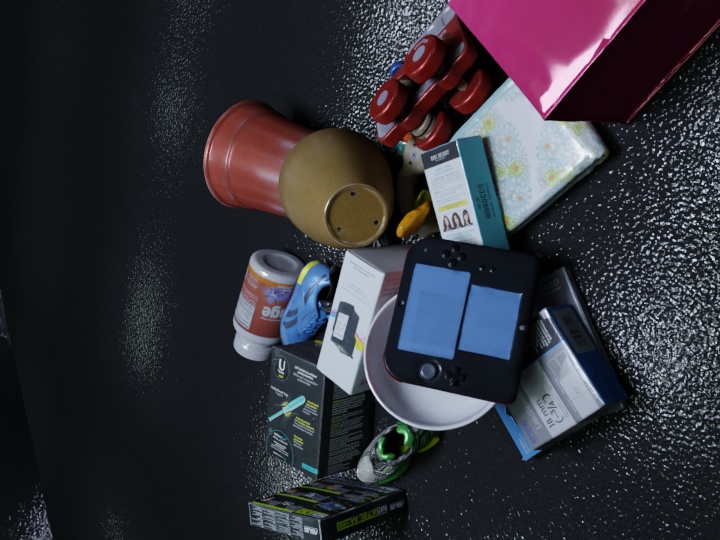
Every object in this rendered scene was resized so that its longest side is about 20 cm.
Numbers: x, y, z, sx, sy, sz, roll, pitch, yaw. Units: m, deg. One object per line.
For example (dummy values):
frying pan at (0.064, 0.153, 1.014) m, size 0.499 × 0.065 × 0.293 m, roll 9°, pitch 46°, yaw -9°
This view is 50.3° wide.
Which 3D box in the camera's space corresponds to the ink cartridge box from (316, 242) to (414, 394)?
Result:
ink cartridge box at (0.033, 0.069, 1.137) m, size 0.083 × 0.146 × 0.200 m, roll 33°, pitch 118°, yaw 38°

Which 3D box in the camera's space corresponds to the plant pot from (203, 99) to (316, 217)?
plant pot at (-0.134, -0.180, 1.346) m, size 0.195 × 0.201 × 0.201 m, roll 23°, pitch 111°, yaw 35°

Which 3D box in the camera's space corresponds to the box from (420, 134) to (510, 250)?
box at (0.150, -0.081, 1.076) m, size 0.082 × 0.049 × 0.200 m, roll -12°, pitch 93°, yaw 56°

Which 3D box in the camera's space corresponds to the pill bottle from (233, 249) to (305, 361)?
pill bottle at (-0.179, 0.069, 1.468) m, size 0.112 × 0.112 × 0.200 m, roll 41°, pitch 123°, yaw 37°

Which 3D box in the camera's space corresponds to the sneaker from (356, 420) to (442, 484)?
sneaker at (0.045, 0.295, 1.271) m, size 0.200 × 0.085 × 0.078 m, roll -52°, pitch 58°, yaw 38°

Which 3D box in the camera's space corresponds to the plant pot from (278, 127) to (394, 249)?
plant pot at (-0.022, -0.109, 1.157) m, size 0.200 × 0.186 × 0.187 m, roll -122°, pitch 39°, yaw -69°

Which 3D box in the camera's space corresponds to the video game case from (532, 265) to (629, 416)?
video game case at (0.267, 0.113, 1.057) m, size 0.143 × 0.019 × 0.200 m, roll -34°, pitch 69°, yaw 44°

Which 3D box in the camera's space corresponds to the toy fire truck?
toy fire truck at (0.094, -0.282, 1.126) m, size 0.200 × 0.112 × 0.168 m, roll -44°, pitch 32°, yaw 33°

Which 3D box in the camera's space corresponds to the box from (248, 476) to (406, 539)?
box at (-0.057, 0.406, 1.315) m, size 0.200 × 0.193 × 0.048 m, roll -7°, pitch 91°, yaw 47°

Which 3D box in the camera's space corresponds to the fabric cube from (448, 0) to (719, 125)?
fabric cube at (0.265, -0.307, 0.877) m, size 0.199 × 0.200 × 0.196 m, roll 57°, pitch 130°, yaw 24°

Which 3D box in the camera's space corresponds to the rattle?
rattle at (0.064, -0.147, 1.164) m, size 0.130 × 0.143 × 0.200 m, roll -30°, pitch 78°, yaw 61°

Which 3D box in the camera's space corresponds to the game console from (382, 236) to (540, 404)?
game console at (0.131, 0.061, 0.999) m, size 0.177 × 0.031 × 0.200 m, roll 9°, pitch 76°, yaw 18°

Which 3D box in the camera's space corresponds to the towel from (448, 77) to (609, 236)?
towel at (0.223, -0.167, 1.053) m, size 0.200 × 0.048 × 0.171 m, roll -44°, pitch 66°, yaw 41°

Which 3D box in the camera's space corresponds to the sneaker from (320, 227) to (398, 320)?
sneaker at (0.000, 0.000, 1.237) m, size 0.071 × 0.083 × 0.200 m, roll 0°, pitch 51°, yaw 45°

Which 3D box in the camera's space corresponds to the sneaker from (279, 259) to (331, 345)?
sneaker at (-0.091, 0.081, 1.407) m, size 0.078 × 0.066 × 0.200 m, roll 44°, pitch 124°, yaw 38°

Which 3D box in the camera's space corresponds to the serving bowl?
serving bowl at (0.109, 0.118, 1.038) m, size 0.200 × 0.066 × 0.200 m, roll -5°, pitch 72°, yaw 15°

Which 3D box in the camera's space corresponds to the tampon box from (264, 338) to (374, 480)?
tampon box at (-0.070, 0.238, 1.359) m, size 0.150 × 0.126 × 0.200 m, roll 16°, pitch 106°, yaw 45°

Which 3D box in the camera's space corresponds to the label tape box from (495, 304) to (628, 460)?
label tape box at (0.236, 0.160, 1.036) m, size 0.200 × 0.063 × 0.144 m, roll -47°, pitch 60°, yaw 39°
